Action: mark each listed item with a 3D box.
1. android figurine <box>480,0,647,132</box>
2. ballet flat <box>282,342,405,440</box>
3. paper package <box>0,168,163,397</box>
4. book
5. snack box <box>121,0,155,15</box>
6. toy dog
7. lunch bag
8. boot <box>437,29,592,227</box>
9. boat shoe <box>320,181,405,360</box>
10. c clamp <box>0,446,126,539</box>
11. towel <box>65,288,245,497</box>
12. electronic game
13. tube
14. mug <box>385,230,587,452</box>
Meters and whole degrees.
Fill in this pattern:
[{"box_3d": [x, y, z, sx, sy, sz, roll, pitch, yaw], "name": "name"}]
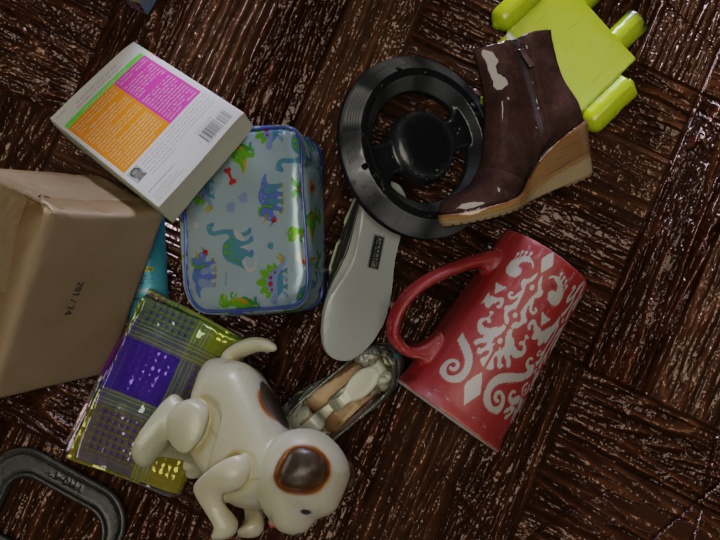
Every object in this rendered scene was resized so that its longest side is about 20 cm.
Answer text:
[{"box_3d": [0.222, -0.237, 1.087, 0.199, 0.041, 0.183, -41, 88, -2], "name": "android figurine"}, {"box_3d": [-0.034, 0.150, 1.064, 0.199, 0.072, 0.072, -40, 88, 0], "name": "ballet flat"}, {"box_3d": [-0.317, 0.008, 0.990, 0.102, 0.190, 0.203, 27, 103, 21], "name": "paper package"}, {"box_3d": [-0.226, -0.156, 1.042, 0.199, 0.048, 0.134, 35, 80, 32], "name": "book"}, {"box_3d": [-0.316, -0.374, 1.038, 0.198, 0.169, 0.069, 31, 86, 3], "name": "snack box"}, {"box_3d": [-0.099, 0.189, 1.002, 0.198, 0.140, 0.196, 28, 77, 29], "name": "toy dog"}, {"box_3d": [-0.120, -0.054, 1.057, 0.157, 0.082, 0.205, -4, 87, 15], "name": "lunch bag"}, {"box_3d": [0.145, -0.149, 1.024, 0.197, 0.072, 0.169, -23, 95, -16], "name": "boot"}, {"box_3d": [0.000, 0.000, 1.072, 0.070, 0.063, 0.204, 20, 83, -21], "name": "boat shoe"}, {"box_3d": [-0.369, 0.295, 1.091, 0.196, 0.027, 0.174, 21, 84, 3], "name": "c clamp"}, {"box_3d": [-0.221, 0.141, 1.069, 0.142, 0.023, 0.203, 28, 88, -18], "name": "towel"}, {"box_3d": [0.064, -0.134, 1.054, 0.196, 0.041, 0.205, 5, 80, -26], "name": "electronic game"}, {"box_3d": [-0.245, 0.021, 1.088, 0.076, 0.050, 0.205, 0, 92, 13], "name": "tube"}, {"box_3d": [0.136, 0.062, 1.019, 0.133, 0.177, 0.202, 30, 83, 42], "name": "mug"}]
